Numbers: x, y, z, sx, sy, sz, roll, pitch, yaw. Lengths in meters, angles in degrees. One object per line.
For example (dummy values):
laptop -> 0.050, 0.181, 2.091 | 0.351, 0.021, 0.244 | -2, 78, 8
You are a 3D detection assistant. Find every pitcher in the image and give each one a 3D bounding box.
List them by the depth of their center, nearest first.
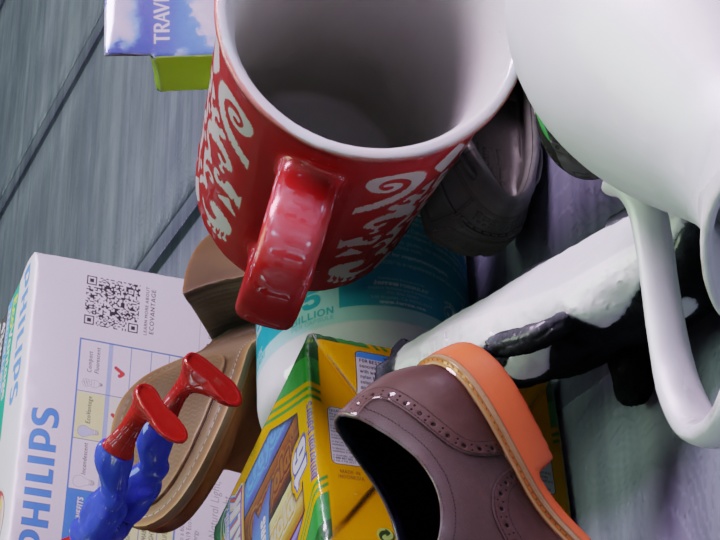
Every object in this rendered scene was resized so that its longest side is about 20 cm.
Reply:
pitcher -> 0.121, -0.050, 0.951 | 0.200, 0.121, 0.172 | -118, 40, -49

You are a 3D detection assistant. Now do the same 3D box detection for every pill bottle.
pill bottle -> 0.000, 0.000, 1.338 | 0.111, 0.111, 0.200 | 118, 157, -46

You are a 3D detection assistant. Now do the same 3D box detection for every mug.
mug -> -0.027, -0.061, 1.176 | 0.177, 0.133, 0.200 | -42, -8, -21

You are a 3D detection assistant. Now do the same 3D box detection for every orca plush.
orca plush -> 0.086, 0.037, 1.075 | 0.200, 0.071, 0.105 | -32, 9, 30

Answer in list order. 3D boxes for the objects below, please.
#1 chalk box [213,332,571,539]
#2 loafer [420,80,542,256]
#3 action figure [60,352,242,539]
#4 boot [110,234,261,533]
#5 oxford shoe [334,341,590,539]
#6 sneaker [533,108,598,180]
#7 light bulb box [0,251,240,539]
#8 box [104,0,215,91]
chalk box -> 0.004, 0.146, 1.206 | 0.200, 0.125, 0.124 | 118, 156, -44
loafer -> 0.060, -0.106, 1.287 | 0.070, 0.070, 0.200 | 136, 134, -56
action figure -> -0.106, 0.140, 1.243 | 0.099, 0.065, 0.200 | 48, 132, 11
boot -> -0.052, 0.092, 1.378 | 0.074, 0.155, 0.200 | -8, 44, 31
oxford shoe -> 0.056, 0.127, 1.008 | 0.200, 0.072, 0.071 | 59, 145, 17
sneaker -> 0.110, -0.121, 1.128 | 0.085, 0.078, 0.200 | 113, 170, -57
light bulb box -> -0.115, 0.116, 1.498 | 0.125, 0.200, 0.199 | 126, 151, -56
box -> -0.035, -0.159, 1.377 | 0.048, 0.199, 0.122 | 89, 178, -67
